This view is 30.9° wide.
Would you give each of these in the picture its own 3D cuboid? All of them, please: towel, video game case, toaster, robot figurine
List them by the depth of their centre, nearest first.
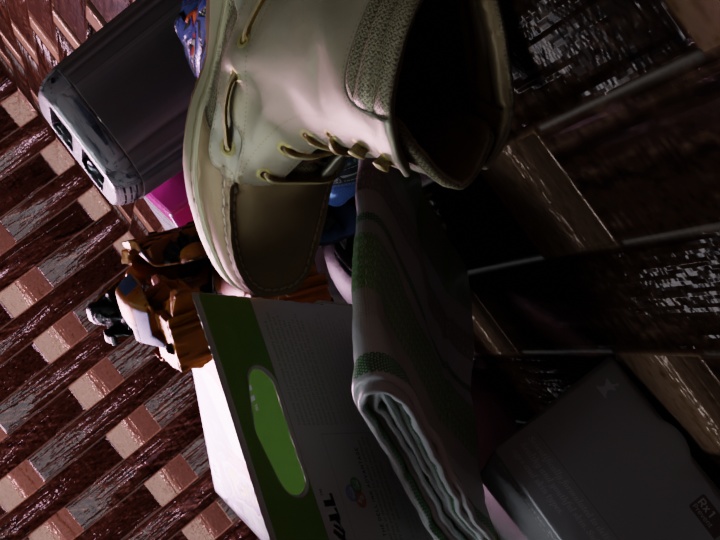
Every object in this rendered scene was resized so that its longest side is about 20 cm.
[{"bbox_3d":[0.033,0.026,0.663,0.201,0.030,0.150,-88,-21,-44],"label":"towel"},{"bbox_3d":[-0.095,0.008,0.818,0.200,0.144,0.059,-153,50,-65],"label":"robot figurine"},{"bbox_3d":[-0.147,-0.121,0.911,0.114,0.129,0.200,52,169,-7],"label":"toaster"},{"bbox_3d":[-0.066,0.133,0.939,0.200,0.023,0.184,35,138,50],"label":"video game case"}]

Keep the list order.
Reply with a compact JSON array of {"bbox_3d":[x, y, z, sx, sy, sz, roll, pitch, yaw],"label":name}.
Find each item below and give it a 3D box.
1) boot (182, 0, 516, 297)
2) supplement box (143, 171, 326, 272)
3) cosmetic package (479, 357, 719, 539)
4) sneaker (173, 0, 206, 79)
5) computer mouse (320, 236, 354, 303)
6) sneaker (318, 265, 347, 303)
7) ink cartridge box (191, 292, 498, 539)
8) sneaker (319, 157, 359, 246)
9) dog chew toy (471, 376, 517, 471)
[{"bbox_3d":[-0.008,-0.056,0.562,0.155,0.072,0.202,35,126,45],"label":"boot"},{"bbox_3d":[-0.081,-0.017,1.048,0.103,0.101,0.201,37,161,54],"label":"supplement box"},{"bbox_3d":[0.126,0.133,0.728,0.107,0.090,0.200,52,172,16],"label":"cosmetic package"},{"bbox_3d":[-0.074,-0.134,0.734,0.079,0.075,0.200,54,167,5],"label":"sneaker"},{"bbox_3d":[0.000,0.000,0.865,0.200,0.046,0.141,52,173,42],"label":"computer mouse"},{"bbox_3d":[-0.024,0.038,0.956,0.100,0.075,0.200,49,-173,26],"label":"sneaker"},{"bbox_3d":[-0.025,0.095,0.677,0.199,0.075,0.149,10,-124,-55],"label":"ink cartridge box"},{"bbox_3d":[-0.042,-0.048,0.770,0.086,0.077,0.200,63,162,2],"label":"sneaker"},{"bbox_3d":[0.061,0.131,0.910,0.124,0.124,0.201,30,148,62],"label":"dog chew toy"}]
